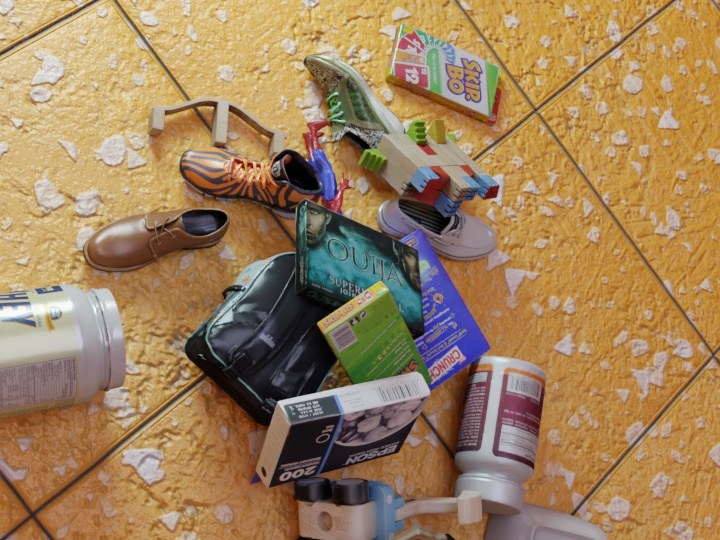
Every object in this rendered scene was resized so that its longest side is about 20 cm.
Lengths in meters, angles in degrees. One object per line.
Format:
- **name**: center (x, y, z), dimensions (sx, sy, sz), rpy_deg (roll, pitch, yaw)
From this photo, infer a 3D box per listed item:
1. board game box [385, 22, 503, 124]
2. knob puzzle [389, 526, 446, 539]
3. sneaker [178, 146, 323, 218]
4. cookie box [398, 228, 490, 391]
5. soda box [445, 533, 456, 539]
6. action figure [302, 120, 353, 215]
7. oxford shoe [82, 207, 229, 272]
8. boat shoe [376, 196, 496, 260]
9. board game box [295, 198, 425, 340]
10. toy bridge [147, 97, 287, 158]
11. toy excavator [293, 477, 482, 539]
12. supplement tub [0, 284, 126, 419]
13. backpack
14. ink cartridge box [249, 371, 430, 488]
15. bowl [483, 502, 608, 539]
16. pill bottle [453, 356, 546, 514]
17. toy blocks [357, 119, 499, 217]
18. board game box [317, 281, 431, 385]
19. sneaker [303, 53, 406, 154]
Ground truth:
- **board game box**: center (0.139, -0.307, 1.702), dimensions (0.199, 0.030, 0.096), rpy_deg (21, 68, -21)
- **knob puzzle**: center (0.025, 0.387, 1.364), dimensions (0.218, 0.220, 0.031), rpy_deg (-13, 61, -27)
- **sneaker**: center (-0.141, -0.137, 1.473), dimensions (0.198, 0.112, 0.078), rpy_deg (13, 70, -21)
- **cookie box**: center (0.060, 0.072, 1.527), dimensions (0.170, 0.075, 0.201), rpy_deg (-30, 89, -28)
- **soda box**: center (0.077, 0.451, 1.433), dimensions (0.071, 0.063, 0.201), rpy_deg (41, 62, -8)
- **action figure**: center (-0.042, -0.110, 1.538), dimensions (0.051, 0.065, 0.202), rpy_deg (-4, 75, -20)
- **oxford shoe**: center (-0.265, -0.051, 1.417), dimensions (0.199, 0.071, 0.072), rpy_deg (-18, 85, -26)
- **boat shoe**: center (0.124, -0.062, 1.600), dimensions (0.198, 0.067, 0.074), rpy_deg (10, 72, -22)
- **board game box**: center (0.000, 0.000, 1.414), dimensions (0.199, 0.028, 0.136), rpy_deg (23, 50, -34)
- **toy bridge**: center (-0.196, -0.205, 1.516), dimensions (0.198, 0.027, 0.068), rpy_deg (8, 71, -23)
- **toy excavator**: center (0.036, 0.312, 1.411), dimensions (0.199, 0.193, 0.101), rpy_deg (-2, 88, -54)
- **supplement tub**: center (-0.389, 0.095, 1.275), dimensions (0.198, 0.145, 0.146), rpy_deg (-9, 79, -27)
- **backpack**: center (-0.111, 0.081, 1.401), dimensions (0.176, 0.153, 0.200), rpy_deg (43, 68, -14)
- **ink cartridge box**: center (-0.030, 0.216, 1.377), dimensions (0.196, 0.201, 0.044), rpy_deg (-10, 55, -26)
- **bowl**: center (0.270, 0.433, 1.523), dimensions (0.198, 0.075, 0.202), rpy_deg (19, 67, -20)
- **pill bottle**: center (0.194, 0.233, 1.521), dimensions (0.113, 0.114, 0.202), rpy_deg (19, 68, -18)
- **toy blocks**: center (0.111, -0.136, 1.562), dimensions (0.199, 0.100, 0.137), rpy_deg (-9, 48, -50)
- **board game box**: center (0.023, 0.108, 1.385), dimensions (0.095, 0.030, 0.201), rpy_deg (-33, 132, -7)
- **sneaker**: center (-0.020, -0.231, 1.584), dimensions (0.200, 0.077, 0.089), rpy_deg (45, 71, -4)
